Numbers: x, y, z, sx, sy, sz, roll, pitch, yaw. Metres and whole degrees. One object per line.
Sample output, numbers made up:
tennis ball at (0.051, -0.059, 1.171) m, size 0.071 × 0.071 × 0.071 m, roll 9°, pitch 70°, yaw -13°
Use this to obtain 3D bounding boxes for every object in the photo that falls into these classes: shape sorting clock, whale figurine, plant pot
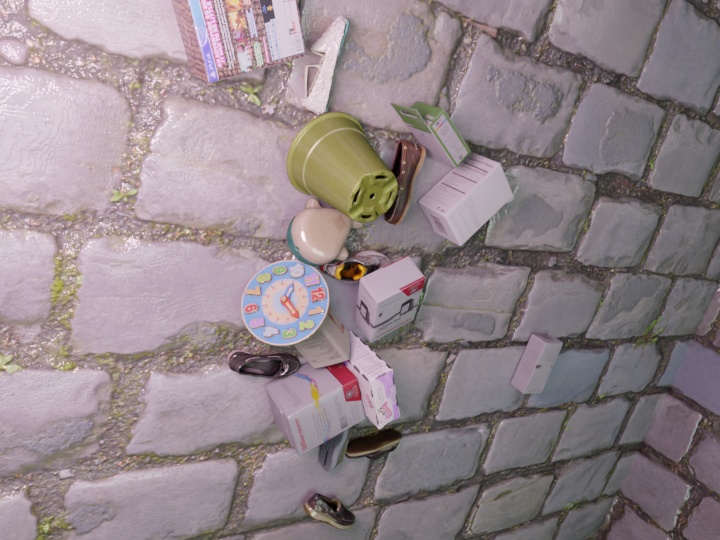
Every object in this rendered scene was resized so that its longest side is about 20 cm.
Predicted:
shape sorting clock at (-0.166, 0.068, 1.345) m, size 0.200 × 0.200 × 0.039 m, roll -38°, pitch 159°, yaw -13°
whale figurine at (-0.083, -0.089, 1.390) m, size 0.200 × 0.104 × 0.159 m, roll -38°, pitch 100°, yaw -40°
plant pot at (-0.023, -0.197, 1.277) m, size 0.200 × 0.190 × 0.200 m, roll -24°, pitch 139°, yaw -23°

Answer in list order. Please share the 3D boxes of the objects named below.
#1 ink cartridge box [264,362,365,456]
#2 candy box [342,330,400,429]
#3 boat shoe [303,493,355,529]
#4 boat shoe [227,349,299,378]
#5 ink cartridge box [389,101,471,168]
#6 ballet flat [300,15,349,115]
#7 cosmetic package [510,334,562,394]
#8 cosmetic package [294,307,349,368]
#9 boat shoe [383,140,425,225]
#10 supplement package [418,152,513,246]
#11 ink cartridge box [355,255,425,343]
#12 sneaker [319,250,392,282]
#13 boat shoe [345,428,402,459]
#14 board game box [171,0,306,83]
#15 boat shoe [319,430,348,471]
ink cartridge box at (-0.115, 0.334, 1.546) m, size 0.200 × 0.145 × 0.146 m, roll -25°, pitch 126°, yaw -23°
candy box at (0.011, 0.278, 1.569) m, size 0.071 × 0.200 × 0.168 m, roll -25°, pitch 126°, yaw -22°
boat shoe at (-0.079, 0.710, 1.809) m, size 0.200 × 0.073 × 0.065 m, roll 34°, pitch 95°, yaw -41°
boat shoe at (-0.225, 0.234, 1.474) m, size 0.200 × 0.057 × 0.067 m, roll 12°, pitch 106°, yaw -39°
ink cartridge box at (0.165, -0.332, 1.421) m, size 0.059 × 0.104 × 0.200 m, roll -50°, pitch 131°, yaw -3°
ballet flat at (-0.076, -0.417, 1.235) m, size 0.072 × 0.072 × 0.200 m, roll 3°, pitch 111°, yaw -36°
cosmetic package at (0.602, 0.320, 2.093) m, size 0.101 × 0.074 × 0.200 m, roll 5°, pitch 109°, yaw -36°
cosmetic package at (-0.112, 0.137, 1.459) m, size 0.103 × 0.087 × 0.200 m, roll -17°, pitch 132°, yaw 17°
boat shoe at (0.089, -0.210, 1.458) m, size 0.070 × 0.070 × 0.200 m, roll 10°, pitch 100°, yaw -34°
supplement package at (0.270, -0.184, 1.563) m, size 0.200 × 0.117 × 0.117 m, roll -43°, pitch 130°, yaw -9°
ink cartridge box at (0.070, 0.076, 1.533) m, size 0.145 × 0.083 × 0.200 m, roll -26°, pitch 150°, yaw -21°
sneaker at (0.000, 0.000, 1.494) m, size 0.200 × 0.082 × 0.078 m, roll -3°, pitch 115°, yaw -35°
boat shoe at (0.039, 0.527, 1.804) m, size 0.200 × 0.073 × 0.065 m, roll -6°, pitch 111°, yaw -33°
board game box at (-0.216, -0.447, 1.096) m, size 0.200 × 0.097 × 0.160 m, roll -24°, pitch 125°, yaw -23°
boat shoe at (-0.066, 0.473, 1.716) m, size 0.062 × 0.072 × 0.200 m, roll -17°, pitch 132°, yaw -48°
